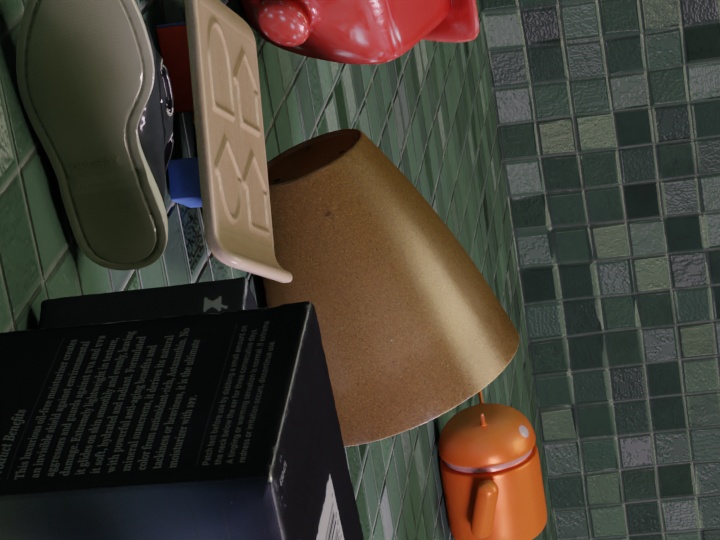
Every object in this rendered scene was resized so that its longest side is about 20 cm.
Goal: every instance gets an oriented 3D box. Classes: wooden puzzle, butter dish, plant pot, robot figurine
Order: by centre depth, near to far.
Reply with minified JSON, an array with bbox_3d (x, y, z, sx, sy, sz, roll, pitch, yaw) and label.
[{"bbox_3d":[-0.099,-0.092,1.601,0.185,0.046,0.201,23,56,-80],"label":"wooden puzzle"},{"bbox_3d":[-0.030,-0.229,1.796,0.148,0.199,0.201,-58,148,-37],"label":"butter dish"},{"bbox_3d":[0.000,0.000,1.798,0.187,0.186,0.201,-73,142,-67],"label":"plant pot"},{"bbox_3d":[0.150,0.239,2.679,0.144,0.116,0.201,-26,116,-39],"label":"robot figurine"}]

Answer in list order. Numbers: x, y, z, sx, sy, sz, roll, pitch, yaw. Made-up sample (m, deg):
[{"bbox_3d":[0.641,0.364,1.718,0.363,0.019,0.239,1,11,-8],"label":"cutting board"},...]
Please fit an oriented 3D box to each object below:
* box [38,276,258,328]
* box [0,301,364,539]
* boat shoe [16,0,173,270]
[{"bbox_3d":[-0.095,0.144,1.222,0.200,0.117,0.197,74,14,-51],"label":"box"},{"bbox_3d":[-0.103,0.133,0.927,0.123,0.197,0.201,-77,159,-57],"label":"box"},{"bbox_3d":[-0.137,-0.096,1.265,0.066,0.074,0.200,-89,169,-50],"label":"boat shoe"}]
